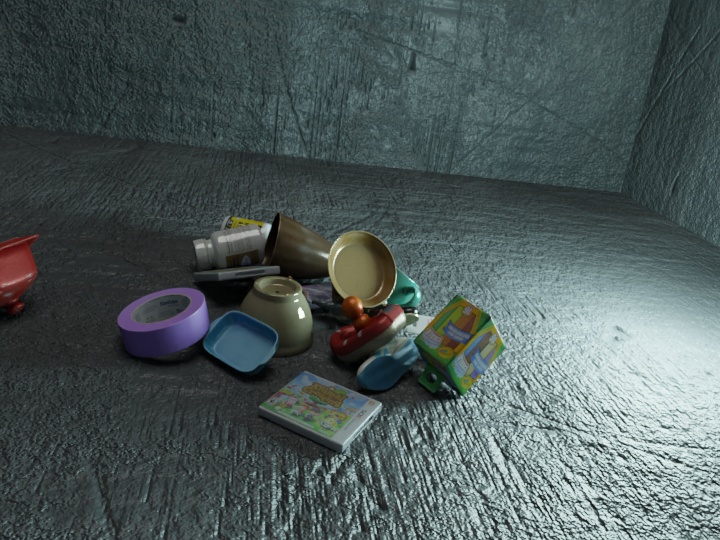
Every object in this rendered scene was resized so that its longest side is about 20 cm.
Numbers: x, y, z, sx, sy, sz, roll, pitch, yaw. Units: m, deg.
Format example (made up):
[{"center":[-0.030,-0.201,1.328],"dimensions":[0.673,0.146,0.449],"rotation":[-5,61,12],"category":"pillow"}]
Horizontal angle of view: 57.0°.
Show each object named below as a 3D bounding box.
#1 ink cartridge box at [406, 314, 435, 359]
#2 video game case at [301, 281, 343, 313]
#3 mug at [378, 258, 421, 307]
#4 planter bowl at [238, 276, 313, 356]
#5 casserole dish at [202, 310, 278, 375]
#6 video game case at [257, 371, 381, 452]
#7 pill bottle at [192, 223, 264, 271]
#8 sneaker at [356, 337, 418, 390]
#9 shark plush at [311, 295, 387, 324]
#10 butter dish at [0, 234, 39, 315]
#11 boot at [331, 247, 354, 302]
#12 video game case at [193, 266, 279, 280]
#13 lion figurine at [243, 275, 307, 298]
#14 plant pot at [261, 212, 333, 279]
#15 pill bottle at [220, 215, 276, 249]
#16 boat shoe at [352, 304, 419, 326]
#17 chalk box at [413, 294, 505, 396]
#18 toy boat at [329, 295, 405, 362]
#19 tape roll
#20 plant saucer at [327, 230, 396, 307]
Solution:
[{"center":[0.206,0.175,1.653],"dimensions":[0.193,0.069,0.116],"rotation":[10,21,3],"category":"ink cartridge box"},{"center":[-0.120,0.076,1.852],"dimensions":[0.195,0.020,0.142],"rotation":[-8,27,-35],"category":"video game case"},{"center":[0.074,0.047,1.811],"dimensions":[0.151,0.115,0.185],"rotation":[38,1,-9],"category":"mug"},{"center":[-0.204,0.098,1.596],"dimensions":[0.193,0.139,0.201],"rotation":[8,21,-3],"category":"planter bowl"},{"center":[-0.263,0.165,1.477],"dimensions":[0.196,0.039,0.122],"rotation":[21,59,33],"category":"casserole dish"},{"center":[-0.079,0.279,1.341],"dimensions":[0.195,0.023,0.181],"rotation":[18,23,23],"category":"video game case"},{"center":[-0.387,-0.062,1.944],"dimensions":[0.194,0.118,0.114],"rotation":[-13,26,-18],"category":"pill bottle"},{"center":[0.051,0.213,1.506],"dimensions":[0.079,0.079,0.198],"rotation":[-5,13,40],"category":"sneaker"},{"center":[-0.028,0.092,1.752],"dimensions":[0.194,0.086,0.091],"rotation":[14,21,13],"category":"shark plush"},{"center":[-0.830,0.033,1.524],"dimensions":[0.196,0.150,0.200],"rotation":[-28,7,27],"category":"butter dish"},{"center":[-0.019,-0.016,1.855],"dimensions":[0.070,0.171,0.200],"rotation":[21,25,11],"category":"boot"},{"center":[-0.341,0.007,1.815],"dimensions":[0.177,0.023,0.198],"rotation":[-7,3,-33],"category":"video game case"},{"center":[-0.229,0.072,1.753],"dimensions":[0.193,0.074,0.124],"rotation":[-12,30,10],"category":"lion figurine"},{"center":[-0.175,-0.050,1.964],"dimensions":[0.194,0.192,0.188],"rotation":[15,18,-18],"category":"plant pot"},{"center":[-0.336,-0.100,2.083],"dimensions":[0.193,0.115,0.112],"rotation":[11,21,7],"category":"pill bottle"},{"center":[0.059,0.112,1.632],"dimensions":[0.198,0.065,0.073],"rotation":[-16,-31,39],"category":"boat shoe"},{"center":[0.209,0.183,1.497],"dimensions":[0.200,0.125,0.124],"rotation":[-44,40,-12],"category":"chalk box"},{"center":[0.001,0.120,1.531],"dimensions":[0.133,0.198,0.130],"rotation":[55,37,-1],"category":"toy boat"},{"center":[-0.441,0.114,1.493],"dimensions":[0.193,0.068,0.201],"rotation":[-8,25,4],"category":"tape roll"},{"center":[0.000,0.000,1.714],"dimensions":[0.194,0.207,0.035],"rotation":[-2,-17,-25],"category":"plant saucer"}]
